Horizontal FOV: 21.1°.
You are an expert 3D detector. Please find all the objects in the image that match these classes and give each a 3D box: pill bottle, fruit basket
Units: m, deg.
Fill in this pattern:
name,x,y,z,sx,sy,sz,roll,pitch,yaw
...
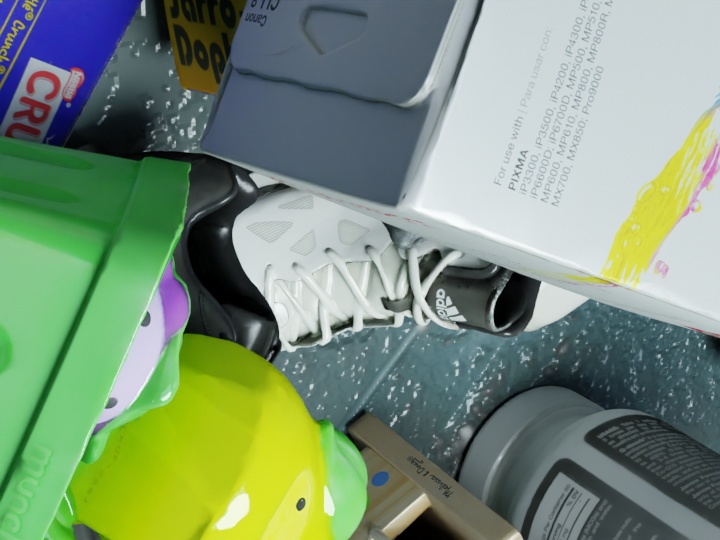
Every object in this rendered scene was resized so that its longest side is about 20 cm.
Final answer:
name,x,y,z,sx,sy,sz,roll,pitch,yaw
pill bottle,0.142,0.137,0.939,0.115,0.200,0.117,-15,118,-30
fruit basket,-0.089,0.067,0.664,0.213,0.156,0.218,0,104,-2

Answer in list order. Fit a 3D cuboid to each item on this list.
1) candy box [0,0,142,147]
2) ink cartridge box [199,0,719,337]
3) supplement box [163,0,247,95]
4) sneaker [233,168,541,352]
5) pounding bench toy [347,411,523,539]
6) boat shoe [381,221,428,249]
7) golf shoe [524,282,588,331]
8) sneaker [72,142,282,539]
name,x,y,z,sx,sy,sz,roll,pitch,yaw
candy box,-0.197,-0.081,0.667,0.199,0.077,0.170,27,94,-40
ink cartridge box,0.075,-0.069,0.659,0.199,0.145,0.146,18,91,-32
supplement box,0.028,-0.141,0.768,0.199,0.109,0.110,-18,109,-28
sneaker,0.000,0.000,0.824,0.200,0.115,0.076,-32,129,-19
pounding bench toy,0.020,0.195,0.880,0.156,0.200,0.125,-39,130,-15
boat shoe,0.087,-0.056,0.794,0.198,0.068,0.074,-16,164,-36
golf shoe,0.146,-0.040,0.926,0.200,0.097,0.078,-45,132,-7
sneaker,-0.075,0.048,0.766,0.076,0.090,0.202,-16,102,-71
